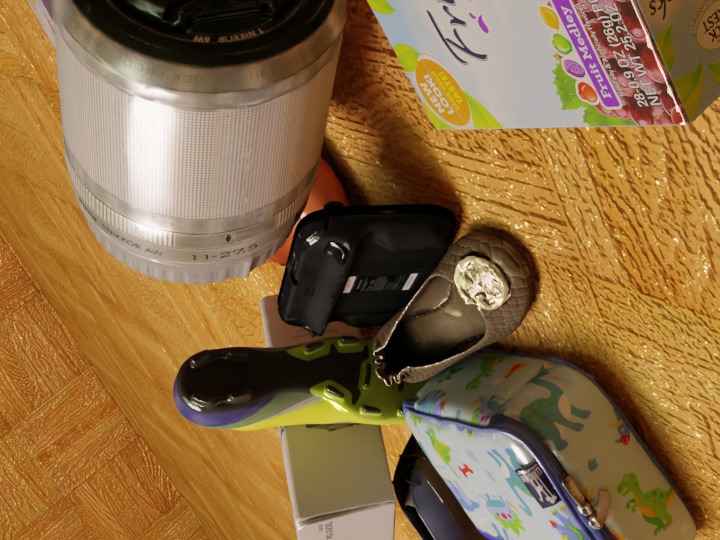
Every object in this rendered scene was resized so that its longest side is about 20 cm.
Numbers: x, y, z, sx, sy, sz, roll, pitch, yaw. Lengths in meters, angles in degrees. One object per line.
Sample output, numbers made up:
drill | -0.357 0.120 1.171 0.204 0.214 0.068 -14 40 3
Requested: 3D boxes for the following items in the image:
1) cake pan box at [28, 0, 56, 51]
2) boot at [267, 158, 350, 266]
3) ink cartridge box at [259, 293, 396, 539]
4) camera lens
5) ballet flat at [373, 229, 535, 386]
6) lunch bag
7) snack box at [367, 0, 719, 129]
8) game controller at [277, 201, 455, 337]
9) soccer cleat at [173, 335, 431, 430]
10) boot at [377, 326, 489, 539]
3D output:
cake pan box | -0.228 -0.191 0.950 0.202 0.052 0.184 63 171 -15
boot | -0.052 -0.025 0.896 0.107 0.075 0.200 47 160 -1
ink cartridge box | -0.027 0.137 0.968 0.146 0.082 0.202 88 171 -60
camera lens | -0.095 -0.108 0.667 0.160 0.159 0.201 44 149 20
ballet flat | 0.052 0.034 0.756 0.068 0.046 0.200 54 150 5
lunch bag | 0.122 0.137 0.772 0.161 0.082 0.200 54 162 -14
snack box | 0.048 -0.154 0.437 0.168 0.067 0.201 13 136 61
game controller | 0.000 0.000 0.785 0.200 0.103 0.043 115 142 -69
soccer cleat | -0.043 0.090 0.869 0.084 0.197 0.066 110 160 -67
boot | 0.055 0.139 0.897 0.201 0.097 0.075 52 162 -2
